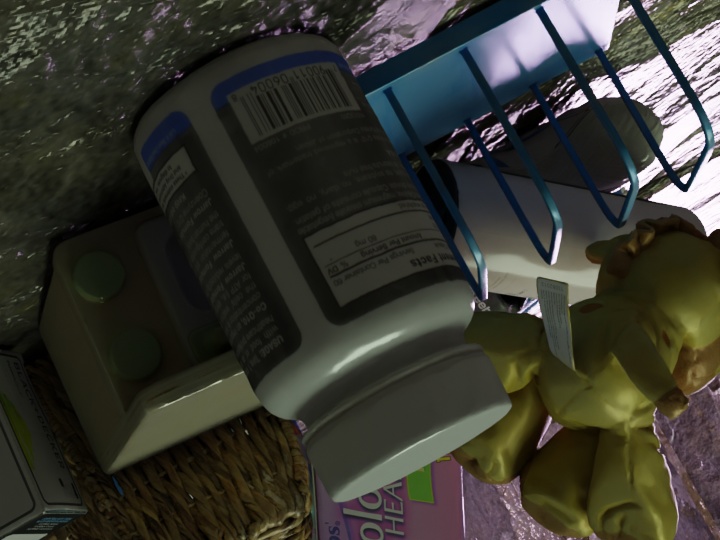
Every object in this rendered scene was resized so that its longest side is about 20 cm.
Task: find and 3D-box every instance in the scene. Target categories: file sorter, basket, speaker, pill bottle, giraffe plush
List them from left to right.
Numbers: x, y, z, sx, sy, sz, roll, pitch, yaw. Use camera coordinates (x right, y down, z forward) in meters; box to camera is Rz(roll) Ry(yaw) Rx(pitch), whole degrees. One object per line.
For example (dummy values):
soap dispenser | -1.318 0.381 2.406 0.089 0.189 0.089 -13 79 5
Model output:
basket | -0.118 0.144 0.981 0.143 0.200 0.149 -26 142 -23
pill bottle | -0.016 0.000 0.700 0.114 0.200 0.114 -26 167 -6
file sorter | 0.081 -0.065 0.833 0.200 0.123 0.139 -28 168 -1
speaker | 0.127 -0.018 0.974 0.200 0.081 0.081 9 150 -25
giraffe plush | 0.154 0.041 0.868 0.162 0.172 0.200 -39 149 -36

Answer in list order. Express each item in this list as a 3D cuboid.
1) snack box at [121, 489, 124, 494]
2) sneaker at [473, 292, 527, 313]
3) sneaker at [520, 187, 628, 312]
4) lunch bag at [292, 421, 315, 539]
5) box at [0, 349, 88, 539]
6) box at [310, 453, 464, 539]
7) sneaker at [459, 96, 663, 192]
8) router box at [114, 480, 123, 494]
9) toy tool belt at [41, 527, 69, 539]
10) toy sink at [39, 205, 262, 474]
snack box | -0.158 0.127 1.122 0.072 0.024 0.200 -24 143 -13
sneaker | 0.075 0.023 1.130 0.200 0.066 0.091 -49 -156 3
sneaker | 0.133 -0.011 1.226 0.089 0.079 0.200 -36 170 -50
lunch bag | -0.097 0.198 1.307 0.077 0.200 0.160 -24 176 -38
box | -0.281 0.142 0.902 0.200 0.117 0.060 -29 164 8
box | 0.019 0.126 1.022 0.096 0.176 0.200 -3 -170 2
sneaker | 0.119 -0.063 1.045 0.200 0.072 0.072 -23 -178 -1
router box | -0.233 0.227 1.251 0.200 0.149 0.051 -32 167 14
toy tool belt | -0.251 0.185 1.105 0.125 0.123 0.200 -35 166 30
toy sink | -0.098 0.026 0.837 0.130 0.112 0.200 -23 171 -20
